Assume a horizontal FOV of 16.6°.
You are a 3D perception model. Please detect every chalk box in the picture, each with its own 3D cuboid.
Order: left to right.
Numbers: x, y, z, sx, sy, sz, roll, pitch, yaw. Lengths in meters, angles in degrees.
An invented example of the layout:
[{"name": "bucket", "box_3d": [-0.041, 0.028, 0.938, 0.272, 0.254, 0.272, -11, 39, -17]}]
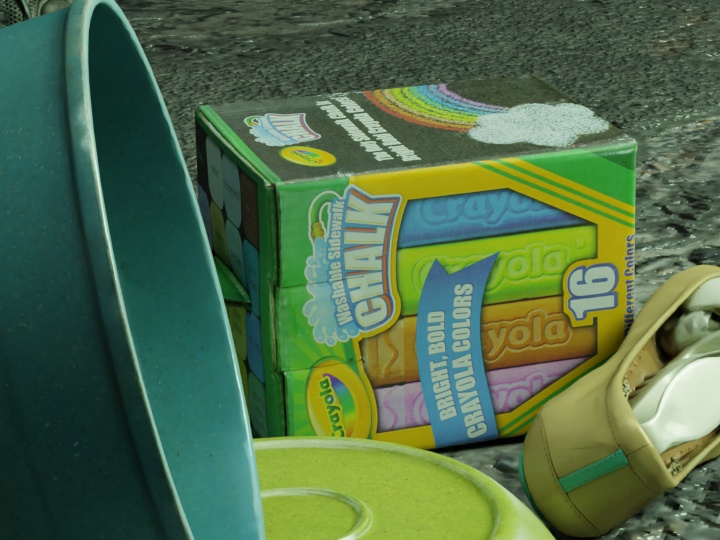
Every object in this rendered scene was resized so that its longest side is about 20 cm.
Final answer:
[{"name": "chalk box", "box_3d": [0.000, 0.000, 1.016, 0.199, 0.125, 0.125, -7, 19, -15]}]

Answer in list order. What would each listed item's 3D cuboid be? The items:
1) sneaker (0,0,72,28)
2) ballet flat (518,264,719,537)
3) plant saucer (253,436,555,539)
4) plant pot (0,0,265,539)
[{"name": "sneaker", "box_3d": [-0.255, -0.169, 1.636, 0.114, 0.077, 0.199, 1, 11, 29]}, {"name": "ballet flat", "box_3d": [0.130, 0.044, 0.952, 0.063, 0.069, 0.200, -30, 6, 37]}, {"name": "plant saucer", "box_3d": [-0.023, 0.099, 0.859, 0.199, 0.031, 0.200, -1, 18, 0]}, {"name": "plant pot", "box_3d": [-0.143, 0.036, 0.755, 0.187, 0.201, 0.200, -14, 17, 4]}]
